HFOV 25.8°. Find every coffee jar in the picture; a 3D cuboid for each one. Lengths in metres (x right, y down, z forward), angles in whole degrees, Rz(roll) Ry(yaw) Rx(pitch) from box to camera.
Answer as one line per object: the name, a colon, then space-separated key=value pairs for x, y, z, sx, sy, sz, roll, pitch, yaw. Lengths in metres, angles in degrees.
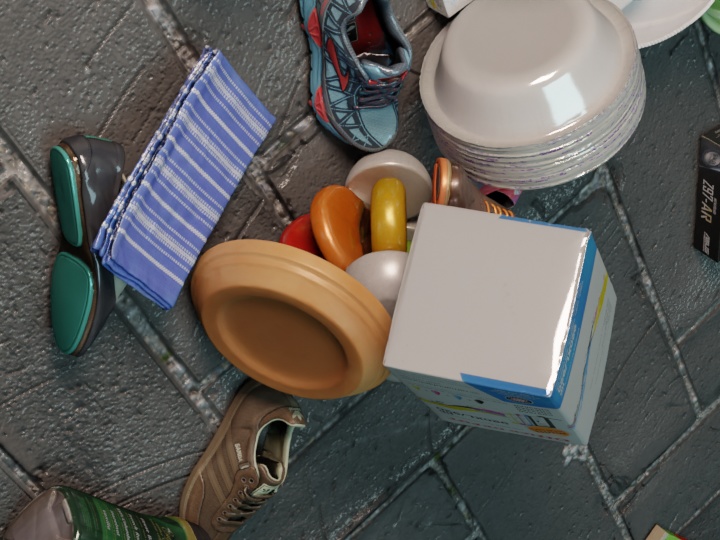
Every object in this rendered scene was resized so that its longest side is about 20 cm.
coffee jar: x=-0.229 y=0.270 z=1.474 sx=0.104 sy=0.086 sz=0.200 roll=-43 pitch=140 yaw=20

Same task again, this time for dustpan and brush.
dustpan and brush: x=0.227 y=-0.248 z=1.517 sx=0.200 sy=0.140 sz=0.057 roll=-39 pitch=-167 yaw=39

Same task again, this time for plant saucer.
plant saucer: x=-0.064 y=0.053 z=1.401 sx=0.038 sy=0.199 sz=0.201 roll=-65 pitch=147 yaw=-34

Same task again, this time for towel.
towel: x=-0.142 y=-0.072 z=1.317 sx=0.201 sy=0.024 sz=0.145 roll=-62 pitch=155 yaw=-10

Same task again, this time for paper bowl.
paper bowl: x=0.150 y=-0.179 z=1.411 sx=0.200 sy=0.201 sz=0.105 roll=-40 pitch=141 yaw=-11

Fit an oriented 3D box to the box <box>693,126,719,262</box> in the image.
box: x=0.481 y=-0.119 z=1.850 sx=0.199 sy=0.044 sz=0.161 roll=-25 pitch=132 yaw=-25

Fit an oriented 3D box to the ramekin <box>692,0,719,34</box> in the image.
ramekin: x=0.371 y=-0.343 z=1.567 sx=0.199 sy=0.098 sz=0.201 roll=-22 pitch=130 yaw=-28

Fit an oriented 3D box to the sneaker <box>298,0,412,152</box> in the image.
sneaker: x=0.002 y=-0.175 z=1.370 sx=0.079 sy=0.095 sz=0.201 roll=-33 pitch=134 yaw=-18

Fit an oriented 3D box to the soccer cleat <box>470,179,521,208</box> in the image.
soccer cleat: x=0.149 y=-0.105 z=1.555 sx=0.200 sy=0.076 sz=0.067 roll=-46 pitch=137 yaw=-5

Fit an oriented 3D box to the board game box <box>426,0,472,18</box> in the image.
board game box: x=0.128 y=-0.338 z=1.412 sx=0.200 sy=0.034 sz=0.135 roll=-38 pitch=136 yaw=-14

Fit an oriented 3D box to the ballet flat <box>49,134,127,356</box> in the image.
ballet flat: x=-0.219 y=-0.020 z=1.310 sx=0.073 sy=0.073 sz=0.201 roll=-15 pitch=124 yaw=-33

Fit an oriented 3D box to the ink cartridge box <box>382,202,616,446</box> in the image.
ink cartridge box: x=0.126 y=0.051 z=1.344 sx=0.200 sy=0.147 sz=0.145 roll=47 pitch=55 yaw=-66

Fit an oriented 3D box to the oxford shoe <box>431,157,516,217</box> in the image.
oxford shoe: x=0.105 y=-0.052 z=1.419 sx=0.200 sy=0.073 sz=0.072 roll=56 pitch=35 yaw=-70

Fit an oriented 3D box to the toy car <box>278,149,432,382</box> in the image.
toy car: x=0.000 y=0.000 z=1.459 sx=0.149 sy=0.176 sz=0.200 roll=-6 pitch=139 yaw=7

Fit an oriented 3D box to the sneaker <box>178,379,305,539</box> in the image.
sneaker: x=-0.116 y=0.204 z=1.539 sx=0.070 sy=0.075 sz=0.201 roll=7 pitch=112 yaw=-43

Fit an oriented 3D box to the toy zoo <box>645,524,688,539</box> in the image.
toy zoo: x=0.426 y=0.433 z=2.191 sx=0.200 sy=0.020 sz=0.131 roll=29 pitch=97 yaw=-47
